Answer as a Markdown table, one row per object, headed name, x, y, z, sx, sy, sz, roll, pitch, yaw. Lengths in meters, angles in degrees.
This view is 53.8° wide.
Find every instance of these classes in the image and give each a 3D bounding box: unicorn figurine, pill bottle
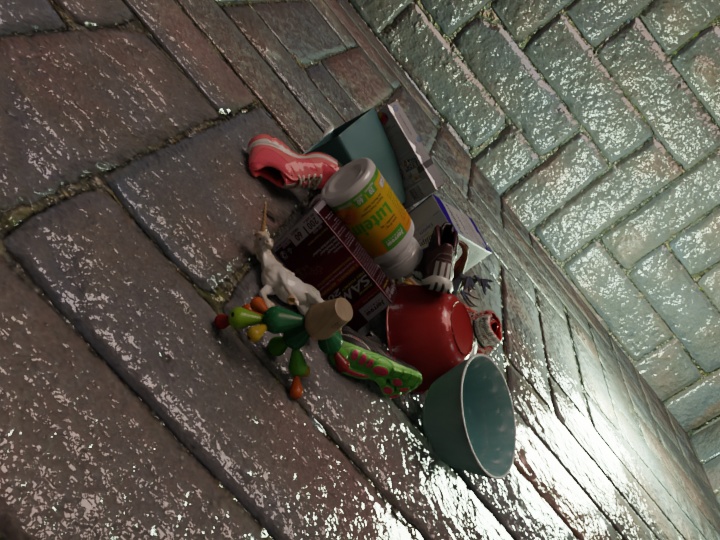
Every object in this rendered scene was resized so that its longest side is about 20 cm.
| name | x | y | z | sx | sy | sz | roll | pitch | yaw |
| --- | --- | --- | --- | --- | --- | --- | --- | --- | --- |
| unicorn figurine | -0.109 | 0.021 | 1.075 | 0.201 | 0.073 | 0.138 | 55 | 7 | -37 |
| pill bottle | 0.027 | -0.084 | 1.238 | 0.201 | 0.109 | 0.112 | 52 | 19 | -27 |

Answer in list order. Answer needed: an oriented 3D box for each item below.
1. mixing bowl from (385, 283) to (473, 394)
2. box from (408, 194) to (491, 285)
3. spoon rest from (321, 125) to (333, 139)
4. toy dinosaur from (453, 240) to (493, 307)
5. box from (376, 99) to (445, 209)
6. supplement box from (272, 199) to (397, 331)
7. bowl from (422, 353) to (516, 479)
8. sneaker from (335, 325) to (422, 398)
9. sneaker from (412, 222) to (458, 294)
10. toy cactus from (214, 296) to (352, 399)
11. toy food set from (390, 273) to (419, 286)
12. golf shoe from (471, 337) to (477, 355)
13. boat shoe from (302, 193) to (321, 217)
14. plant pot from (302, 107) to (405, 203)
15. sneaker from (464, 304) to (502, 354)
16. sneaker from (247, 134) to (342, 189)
| name | x | y | z | sx | sy | sz | roll | pitch | yaw |
| --- | --- | --- | --- | --- | --- | --- | --- | --- | --- |
| mixing bowl | 0.138 | 0.114 | 1.282 | 0.199 | 0.106 | 0.206 | 32 | 52 | -53 |
| box | 0.157 | -0.049 | 1.559 | 0.198 | 0.183 | 0.107 | 21 | 37 | -53 |
| spoon rest | -0.029 | -0.231 | 1.614 | 0.201 | 0.060 | 0.099 | 52 | -20 | 5 |
| toy dinosaur | 0.208 | 0.031 | 1.562 | 0.103 | 0.180 | 0.206 | -13 | 96 | -31 |
| box | 0.072 | -0.234 | 1.516 | 0.041 | 0.155 | 0.203 | -35 | 94 | -41 |
| supplement box | -0.042 | -0.002 | 1.180 | 0.201 | 0.108 | 0.061 | 49 | 22 | -7 |
| bowl | 0.176 | 0.251 | 1.202 | 0.199 | 0.103 | 0.206 | 27 | 56 | -49 |
| sneaker | 0.033 | 0.144 | 1.155 | 0.199 | 0.076 | 0.085 | 36 | 30 | -39 |
| sneaker | 0.146 | -0.031 | 1.291 | 0.074 | 0.119 | 0.200 | 12 | 7 | -6 |
| toy cactus | -0.077 | 0.085 | 0.922 | 0.198 | 0.164 | 0.104 | 34 | 47 | -28 |
| toy food set | 0.119 | 0.057 | 1.427 | 0.199 | 0.059 | 0.147 | 40 | 36 | -48 |
| golf shoe | 0.202 | 0.202 | 1.453 | 0.199 | 0.077 | 0.100 | -30 | 101 | -64 |
| boat shoe | -0.073 | -0.114 | 1.344 | 0.200 | 0.063 | 0.074 | -81 | 174 | -76 |
| plant pot | -0.004 | -0.198 | 1.480 | 0.141 | 0.140 | 0.203 | -45 | 110 | -41 |
| sneaker | 0.262 | 0.114 | 1.629 | 0.067 | 0.107 | 0.204 | 35 | 27 | -35 |
| sneaker | -0.118 | -0.175 | 1.308 | 0.195 | 0.074 | 0.088 | 16 | 48 | -15 |
